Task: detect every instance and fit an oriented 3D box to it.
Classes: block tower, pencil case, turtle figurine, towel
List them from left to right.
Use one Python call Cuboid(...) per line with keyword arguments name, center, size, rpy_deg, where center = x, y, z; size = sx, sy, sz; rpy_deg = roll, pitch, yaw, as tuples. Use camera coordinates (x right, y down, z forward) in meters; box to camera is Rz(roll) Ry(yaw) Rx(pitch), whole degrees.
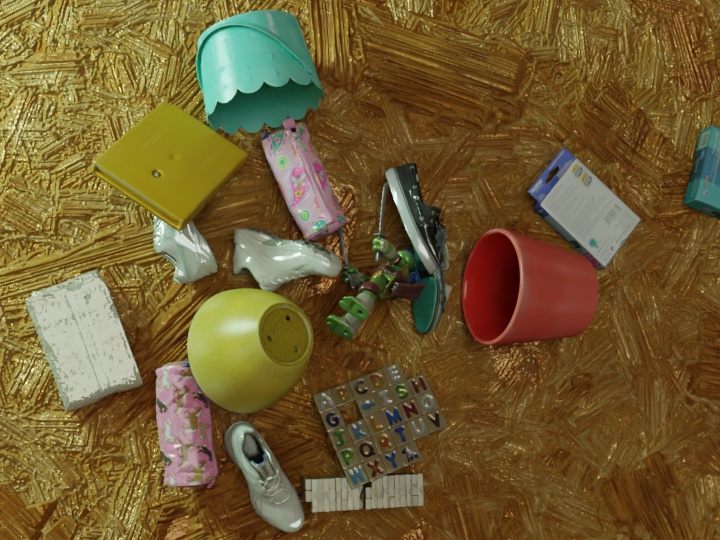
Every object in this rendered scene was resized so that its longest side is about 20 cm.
Cuboid(name="towel", center=(-0.442, 0.111, 1.643), size=(0.131, 0.034, 0.202), rpy_deg=(-20, 88, -14))
Cuboid(name="pencil case", center=(-0.276, 0.246, 1.639), size=(0.082, 0.086, 0.203), rpy_deg=(3, 80, -51))
Cuboid(name="pencil case", center=(-0.095, -0.151, 1.732), size=(0.087, 0.087, 0.202), rpy_deg=(-22, 87, -15))
Cuboid(name="turtle figurine", center=(0.000, 0.000, 1.692), size=(0.201, 0.143, 0.194), rpy_deg=(59, 44, -25))
Cuboid(name="block tower", center=(0.003, 0.366, 1.701), size=(0.197, 0.058, 0.055), rpy_deg=(0, 82, -11))

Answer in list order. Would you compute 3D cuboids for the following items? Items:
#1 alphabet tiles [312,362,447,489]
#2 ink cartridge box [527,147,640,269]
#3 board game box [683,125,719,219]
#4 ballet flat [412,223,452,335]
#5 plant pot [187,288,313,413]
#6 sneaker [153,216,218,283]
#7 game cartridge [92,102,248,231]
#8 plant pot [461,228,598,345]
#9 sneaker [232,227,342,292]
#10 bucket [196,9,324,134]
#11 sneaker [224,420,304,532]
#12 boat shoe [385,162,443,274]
Cuboid(name="alphabet tiles", center=(0.040, 0.251, 1.721), size=(0.198, 0.008, 0.169), rpy_deg=(-19, 71, -19))
Cuboid(name="ink cartridge box", center=(0.401, -0.113, 1.869), size=(0.200, 0.042, 0.120), rpy_deg=(43, 75, -7))
Cuboid(name="board game box", center=(0.723, -0.165, 1.949), size=(0.198, 0.047, 0.153), rpy_deg=(20, 78, -10))
Cuboid(name="ballet flat", center=(0.129, 0.010, 1.778), size=(0.073, 0.074, 0.203), rpy_deg=(0, 86, -13))
Cuboid(name="plant pot", center=(-0.153, 0.114, 1.619), size=(0.198, 0.141, 0.203), rpy_deg=(11, 71, -33))
Cuboid(name="sneaker", center=(-0.309, -0.072, 1.681), size=(0.080, 0.070, 0.202), rpy_deg=(-28, 90, -12))
Cuboid(name="game cartridge", center=(-0.303, -0.173, 1.663), size=(0.175, 0.033, 0.200), rpy_deg=(34, 47, 5))
Cuboid(name="plant pot", center=(0.294, 0.034, 1.756), size=(0.175, 0.200, 0.203), rpy_deg=(5, 81, -23))
Cuboid(name="sneaker", center=(-0.123, -0.005, 1.697), size=(0.198, 0.078, 0.101), rpy_deg=(14, 95, 23))
Cuboid(name="bucket", center=(-0.170, -0.324, 1.686), size=(0.204, 0.207, 0.137), rpy_deg=(-12, 79, -14))
Cuboid(name="sneaker", center=(-0.153, 0.336, 1.652), size=(0.074, 0.087, 0.201), rpy_deg=(-34, 92, -17))
Cuboid(name="boat shoe", center=(0.104, -0.093, 1.732), size=(0.066, 0.070, 0.202), rpy_deg=(-23, 64, 7))
